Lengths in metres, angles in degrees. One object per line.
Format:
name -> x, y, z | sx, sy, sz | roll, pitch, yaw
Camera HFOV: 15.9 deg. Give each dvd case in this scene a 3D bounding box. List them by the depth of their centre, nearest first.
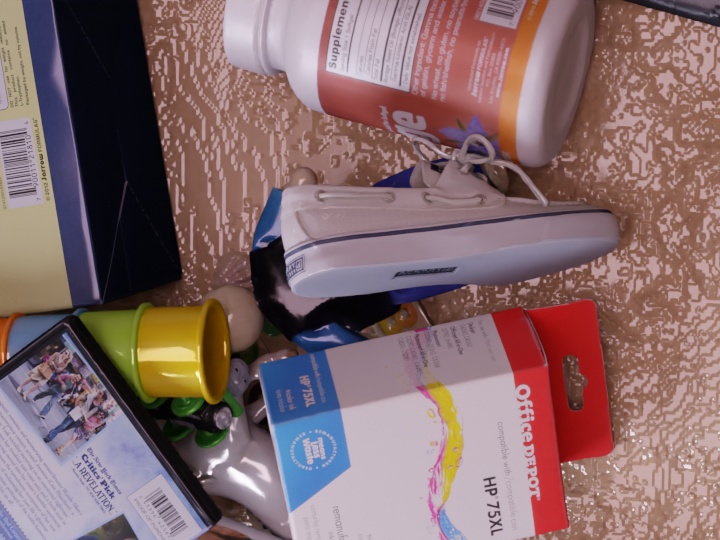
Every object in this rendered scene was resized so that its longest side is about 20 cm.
dvd case -> -0.194, 0.135, 1.464 | 0.200, 0.018, 0.143 | -35, 93, 22

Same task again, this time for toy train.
toy train -> -0.140, 0.063, 1.549 | 0.199, 0.057, 0.042 | 9, 144, 44

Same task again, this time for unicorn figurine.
unicorn figurine -> -0.060, 0.111, 1.550 | 0.200, 0.074, 0.138 | 43, 101, 12

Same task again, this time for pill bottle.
pill bottle -> 0.027, -0.135, 1.486 | 0.199, 0.112, 0.113 | 15, 100, 16

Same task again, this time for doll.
doll -> 0.000, 0.000, 1.502 | 0.199, 0.048, 0.137 | -21, 88, -6

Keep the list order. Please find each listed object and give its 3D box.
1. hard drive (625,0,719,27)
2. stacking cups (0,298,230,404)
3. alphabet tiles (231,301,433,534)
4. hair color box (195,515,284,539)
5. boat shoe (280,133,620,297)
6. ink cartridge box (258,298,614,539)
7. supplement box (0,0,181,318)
hard drive -> 0.140, -0.232, 1.483 | 0.199, 0.033, 0.140 | 18, 100, 15
stacking cups -> -0.177, 0.044, 1.472 | 0.199, 0.060, 0.061 | 1, 96, 13
alphabet tiles -> -0.005, 0.105, 1.574 | 0.167, 0.008, 0.201 | -33, 85, 17
hair color box -> -0.134, 0.185, 1.531 | 0.199, 0.099, 0.061 | 20, 142, 9
boat shoe -> 0.048, -0.038, 1.450 | 0.201, 0.075, 0.087 | -6, 73, -17
ink cartridge box -> 0.050, 0.096, 1.473 | 0.199, 0.067, 0.117 | -12, 121, -3
supplement box -> -0.237, -0.070, 1.562 | 0.198, 0.134, 0.201 | -8, 94, 18
